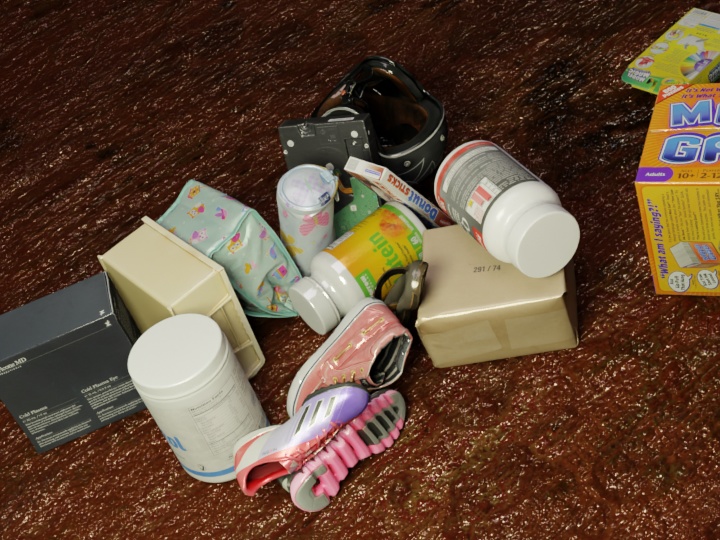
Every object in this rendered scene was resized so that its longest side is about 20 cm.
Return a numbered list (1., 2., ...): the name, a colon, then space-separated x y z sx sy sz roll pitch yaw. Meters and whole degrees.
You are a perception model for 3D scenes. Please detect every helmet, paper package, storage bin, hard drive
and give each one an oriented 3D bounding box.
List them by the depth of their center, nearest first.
1. paper package: 0.184 0.021 1.734 0.200 0.103 0.191 -10 42 15
2. storage bin: -0.249 0.057 1.808 0.094 0.199 0.200 -39 43 -21
3. hard drive: -0.034 -0.133 1.924 0.140 0.200 0.038 -3 26 22
4. helmet: 0.034 -0.212 1.990 0.200 0.191 0.200 -45 14 14

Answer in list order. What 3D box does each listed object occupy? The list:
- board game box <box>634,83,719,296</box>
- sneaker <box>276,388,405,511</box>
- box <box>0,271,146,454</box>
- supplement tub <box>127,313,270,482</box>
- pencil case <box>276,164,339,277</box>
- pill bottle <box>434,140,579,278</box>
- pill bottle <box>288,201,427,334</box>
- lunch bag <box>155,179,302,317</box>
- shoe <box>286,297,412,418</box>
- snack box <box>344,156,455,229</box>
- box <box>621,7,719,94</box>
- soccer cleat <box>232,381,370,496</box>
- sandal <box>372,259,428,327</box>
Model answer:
1. board game box: 0.482 -0.105 1.666 0.200 0.200 0.200 1 45 24
2. sneaker: -0.031 0.215 1.645 0.200 0.079 0.095 -39 32 -22
3. box: -0.405 0.130 1.810 0.200 0.182 0.104 -23 40 -2
4. supplement tub: -0.205 0.167 1.666 0.132 0.200 0.132 -13 41 11
5. pencil case: -0.073 -0.064 1.861 0.083 0.200 0.091 35 60 23
6. pill bottle: 0.190 -0.080 1.674 0.116 0.116 0.200 -30 39 -10
7. pill bottle: 0.000 0.000 1.830 0.200 0.111 0.111 -38 43 -18
8. lunch bag: -0.178 -0.018 1.867 0.122 0.200 0.170 -50 44 -11
9. shoe: -0.015 0.135 1.672 0.200 0.071 0.091 -54 41 7
10. snack box: 0.059 -0.107 1.861 0.072 0.200 0.024 20 82 39
11. box: 0.512 -0.330 2.022 0.200 0.048 0.117 -39 43 -23
12. soccer cleat: -0.069 0.206 1.574 0.200 0.068 0.073 -31 39 17
13. sandal: 0.045 0.032 1.722 0.055 0.200 0.082 13 76 -5
